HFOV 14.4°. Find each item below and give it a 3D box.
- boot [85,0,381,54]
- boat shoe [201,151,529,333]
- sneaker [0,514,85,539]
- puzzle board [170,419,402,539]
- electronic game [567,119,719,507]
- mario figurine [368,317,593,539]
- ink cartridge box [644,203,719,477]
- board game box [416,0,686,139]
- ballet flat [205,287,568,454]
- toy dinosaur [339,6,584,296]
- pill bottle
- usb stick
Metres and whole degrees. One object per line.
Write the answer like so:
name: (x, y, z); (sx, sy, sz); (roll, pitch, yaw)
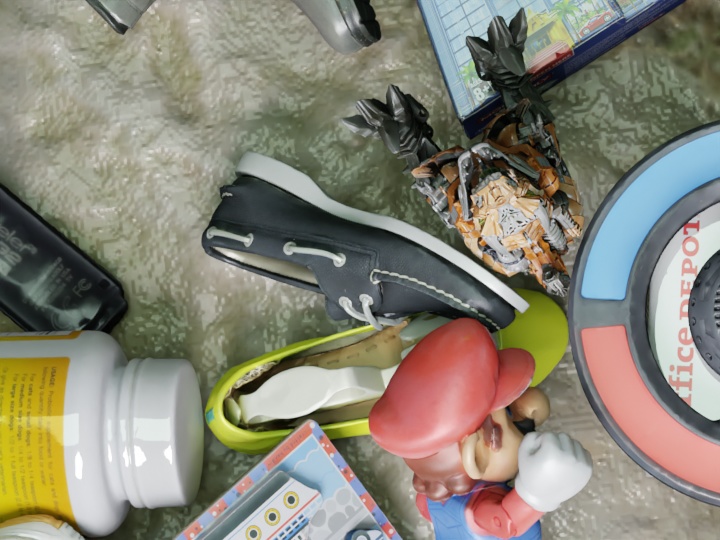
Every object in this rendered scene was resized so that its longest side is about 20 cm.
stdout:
boot: (-0.086, -0.168, 1.556); (0.131, 0.068, 0.200); (-38, 72, 5)
boat shoe: (0.000, 0.000, 1.488); (0.200, 0.076, 0.060); (24, 79, 42)
sneaker: (-0.133, 0.221, 1.459); (0.200, 0.088, 0.076); (45, 131, -13)
puzzle board: (-0.050, 0.195, 1.449); (0.200, 0.017, 0.151); (-41, 103, -25)
electronic game: (0.203, 0.021, 1.413); (0.200, 0.042, 0.200); (-1, 82, 8)
mario figurine: (0.078, 0.116, 1.444); (0.123, 0.106, 0.200); (-2, 112, 28)
ink cartridge box: (0.246, 0.037, 1.470); (0.200, 0.083, 0.147); (2, 82, 7)
board game box: (0.087, -0.210, 1.536); (0.200, 0.062, 0.200); (-33, 80, 1)
ballet flat: (0.013, 0.055, 1.504); (0.200, 0.067, 0.067); (-15, 80, 4)
toy dinosaur: (0.066, -0.041, 1.427); (0.102, 0.200, 0.136); (-27, 78, -14)
pill bottle: (-0.188, 0.087, 1.500); (0.200, 0.109, 0.109); (-2, 82, 9)
usb stick: (-0.215, -0.027, 1.561); (0.200, 0.033, 0.055); (39, 80, 11)
